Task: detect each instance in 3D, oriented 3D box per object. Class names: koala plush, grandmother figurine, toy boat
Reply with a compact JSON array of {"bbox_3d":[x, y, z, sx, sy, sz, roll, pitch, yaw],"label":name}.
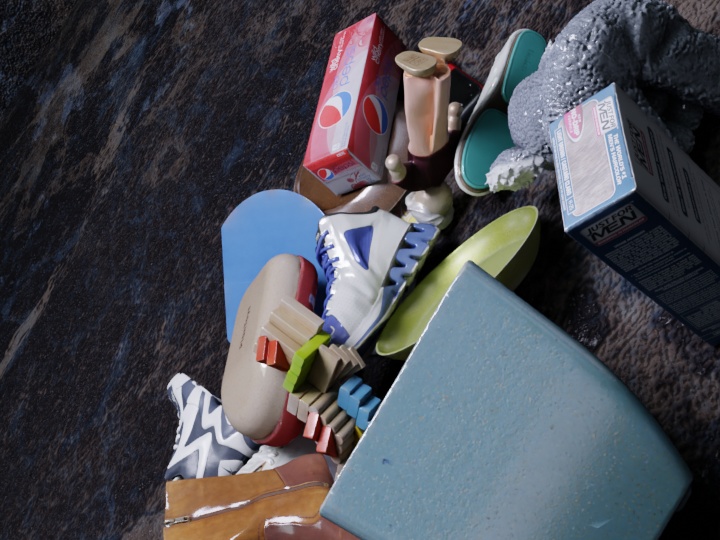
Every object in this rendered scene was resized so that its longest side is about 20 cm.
[{"bbox_3d":[0.198,-0.142,0.875,0.180,0.182,0.199,-65,23,-9],"label":"koala plush"},{"bbox_3d":[0.070,-0.127,1.006,0.120,0.202,0.060,-30,44,-26],"label":"grandmother figurine"},{"bbox_3d":[-0.066,0.091,1.043,0.131,0.129,0.202,-47,27,46],"label":"toy boat"}]

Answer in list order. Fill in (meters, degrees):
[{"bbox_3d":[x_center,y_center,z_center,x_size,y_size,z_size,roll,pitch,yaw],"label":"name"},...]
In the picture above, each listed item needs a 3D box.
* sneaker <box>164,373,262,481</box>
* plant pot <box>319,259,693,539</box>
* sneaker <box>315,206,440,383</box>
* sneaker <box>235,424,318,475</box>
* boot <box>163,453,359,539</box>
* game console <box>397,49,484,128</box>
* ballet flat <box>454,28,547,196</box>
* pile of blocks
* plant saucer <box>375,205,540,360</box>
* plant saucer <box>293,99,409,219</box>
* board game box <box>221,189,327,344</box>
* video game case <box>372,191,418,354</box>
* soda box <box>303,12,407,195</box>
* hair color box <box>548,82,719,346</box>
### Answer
[{"bbox_3d":[-0.201,0.209,1.176,0.198,0.079,0.131,23,75,45],"label":"sneaker"},{"bbox_3d":[0.122,0.141,0.711,0.198,0.196,0.198,32,90,17],"label":"plant pot"},{"bbox_3d":[-0.013,0.010,1.009,0.201,0.114,0.081,-55,-11,-26],"label":"sneaker"},{"bbox_3d":[-0.087,0.202,1.036,0.072,0.084,0.203,-22,48,43],"label":"sneaker"},{"bbox_3d":[-0.087,0.249,0.912,0.196,0.069,0.190,-9,43,-7],"label":"boot"},{"bbox_3d":[0.049,-0.165,1.171,0.200,0.031,0.177,-47,37,8],"label":"game console"},{"bbox_3d":[0.143,-0.160,1.043,0.069,0.069,0.203,1,62,51],"label":"ballet flat"},{"bbox_3d":[-0.031,0.121,0.907,0.082,0.201,0.062,-35,2,42],"label":"pile of blocks"},{"bbox_3d":[0.097,0.019,0.924,0.199,0.031,0.200,-41,9,8],"label":"plant saucer"},{"bbox_3d":[-0.011,-0.123,1.151,0.199,0.032,0.203,-29,43,30],"label":"plant saucer"},{"bbox_3d":[-0.088,0.009,1.151,0.156,0.039,0.204,-6,86,33],"label":"board game box"},{"bbox_3d":[0.000,0.000,1.129,0.180,0.023,0.203,-7,59,49],"label":"video game case"},{"bbox_3d":[-0.004,-0.189,1.119,0.069,0.063,0.203,-17,50,38],"label":"soda box"},{"bbox_3d":[0.222,-0.035,0.719,0.060,0.199,0.101,-30,43,34],"label":"hair color box"}]
